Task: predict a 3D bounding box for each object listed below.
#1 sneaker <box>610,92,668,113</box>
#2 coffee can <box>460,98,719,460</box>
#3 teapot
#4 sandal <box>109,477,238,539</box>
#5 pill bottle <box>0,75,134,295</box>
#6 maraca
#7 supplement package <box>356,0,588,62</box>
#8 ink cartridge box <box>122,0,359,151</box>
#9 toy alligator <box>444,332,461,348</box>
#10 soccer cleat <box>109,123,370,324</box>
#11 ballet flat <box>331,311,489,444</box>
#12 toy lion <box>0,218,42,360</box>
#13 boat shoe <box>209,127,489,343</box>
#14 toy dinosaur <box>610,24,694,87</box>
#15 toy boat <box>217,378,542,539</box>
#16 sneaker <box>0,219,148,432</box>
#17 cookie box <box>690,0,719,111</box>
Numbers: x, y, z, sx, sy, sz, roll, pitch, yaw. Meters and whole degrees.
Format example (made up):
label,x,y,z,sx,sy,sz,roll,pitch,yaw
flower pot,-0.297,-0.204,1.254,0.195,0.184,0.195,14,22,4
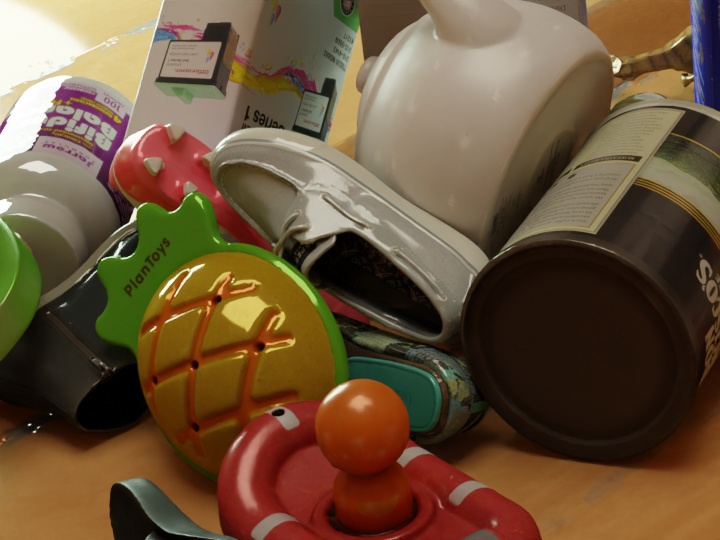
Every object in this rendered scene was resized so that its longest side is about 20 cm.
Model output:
label,x,y,z,sx,sy,sz,roll,pitch,yaw
sneaker,0.194,-0.060,1.803,0.088,0.077,0.200,-23,27,-9
coffee can,0.164,0.001,1.603,0.146,0.147,0.200,6,30,24
teapot,0.061,-0.092,1.691,0.146,0.201,0.197,27,5,21
sandal,-0.101,0.172,1.429,0.048,0.076,0.200,-14,19,-25
pill bottle,-0.214,-0.048,1.828,0.112,0.113,0.200,-3,28,8
maraca,-0.085,0.043,1.584,0.200,0.137,0.107,46,16,25
supplement package,0.085,-0.141,1.834,0.151,0.201,0.151,-4,27,6
ink cartridge box,-0.078,-0.138,1.827,0.084,0.201,0.145,12,-7,27
toy alligator,0.000,0.000,1.746,0.199,0.054,0.059,18,37,40
soccer cleat,-0.077,-0.018,1.703,0.067,0.200,0.076,-56,14,-26
ballet flat,-0.002,0.062,1.632,0.200,0.075,0.074,22,39,39
toy lion,-0.279,0.059,1.636,0.200,0.069,0.192,-39,34,-2
boat shoe,-0.015,-0.020,1.609,0.200,0.070,0.072,29,38,15
toy dinosaur,0.275,-0.183,1.964,0.200,0.106,0.061,-37,51,26
toy boat,0.004,0.118,1.438,0.130,0.131,0.200,-24,32,-30
sneaker,-0.142,0.038,1.703,0.106,0.075,0.200,24,50,38
cookie box,0.272,-0.172,1.851,0.075,0.201,0.171,-4,28,4
